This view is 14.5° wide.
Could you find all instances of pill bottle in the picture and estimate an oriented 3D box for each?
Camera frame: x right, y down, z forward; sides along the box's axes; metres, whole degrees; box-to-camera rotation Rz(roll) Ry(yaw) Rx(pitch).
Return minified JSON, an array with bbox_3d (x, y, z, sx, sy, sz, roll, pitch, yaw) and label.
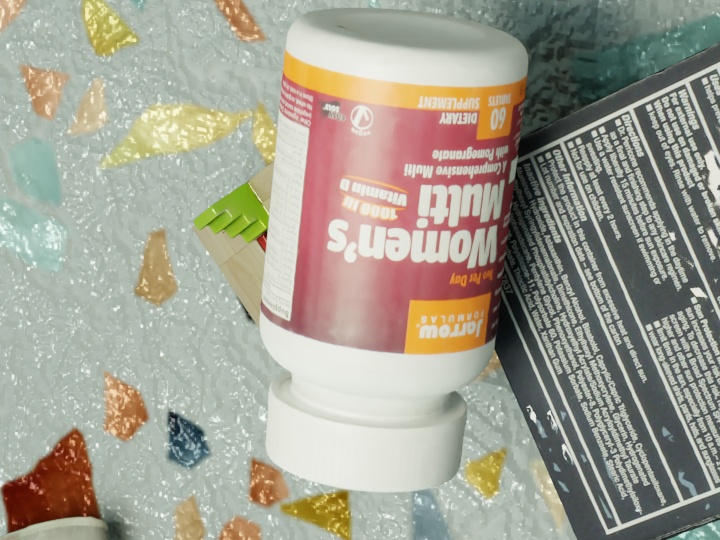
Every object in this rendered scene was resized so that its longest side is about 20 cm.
[{"bbox_3d":[0.011,-0.010,1.269,0.109,0.109,0.201,13,106,25],"label":"pill bottle"}]

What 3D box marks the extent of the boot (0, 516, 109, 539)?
[{"bbox_3d":[-0.151,0.233,1.522,0.181,0.072,0.201,-12,59,42],"label":"boot"}]

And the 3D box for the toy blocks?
[{"bbox_3d":[0.000,0.000,1.406,0.137,0.100,0.200,55,149,0],"label":"toy blocks"}]

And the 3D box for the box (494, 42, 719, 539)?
[{"bbox_3d":[0.171,0.003,1.314,0.198,0.123,0.201,-24,89,33],"label":"box"}]
